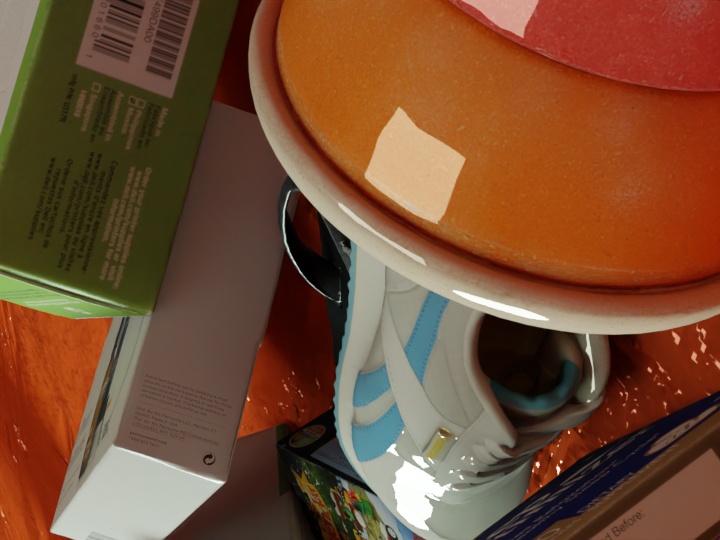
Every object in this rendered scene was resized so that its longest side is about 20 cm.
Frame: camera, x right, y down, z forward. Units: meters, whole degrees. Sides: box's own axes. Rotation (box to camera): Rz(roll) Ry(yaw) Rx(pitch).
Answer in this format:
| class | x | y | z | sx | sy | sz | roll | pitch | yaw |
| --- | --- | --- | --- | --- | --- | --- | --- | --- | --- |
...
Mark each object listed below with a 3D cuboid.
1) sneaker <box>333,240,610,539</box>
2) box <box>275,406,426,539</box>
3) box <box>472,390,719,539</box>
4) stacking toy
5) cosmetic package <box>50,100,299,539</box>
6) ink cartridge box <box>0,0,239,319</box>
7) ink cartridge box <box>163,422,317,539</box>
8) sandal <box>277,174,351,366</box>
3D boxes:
| class | x | y | z | sx | sy | sz | roll | pitch | yaw |
| --- | --- | --- | --- | --- | --- | --- | --- | --- | --- |
| sneaker | 0.041 | 0.040 | 0.635 | 0.081 | 0.076 | 0.201 | 48 | 155 | 36 |
| box | 0.041 | 0.170 | 0.841 | 0.136 | 0.038 | 0.201 | 16 | 132 | 58 |
| box | 0.063 | 0.093 | 0.598 | 0.032 | 0.121 | 0.200 | 55 | 157 | 6 |
| stacking toy | 0.063 | -0.098 | 0.395 | 0.146 | 0.146 | 0.201 | 46 | 139 | 27 |
| cosmetic package | -0.083 | 0.034 | 0.796 | 0.051 | 0.152 | 0.200 | 20 | 158 | -10 |
| ink cartridge box | -0.134 | -0.059 | 0.774 | 0.075 | 0.149 | 0.200 | 18 | 170 | -23 |
| ink cartridge box | -0.037 | 0.204 | 0.915 | 0.145 | 0.084 | 0.201 | -100 | -10 | -67 |
| sandal | 0.000 | 0.001 | 0.711 | 0.076 | 0.043 | 0.201 | 37 | 149 | 41 |
